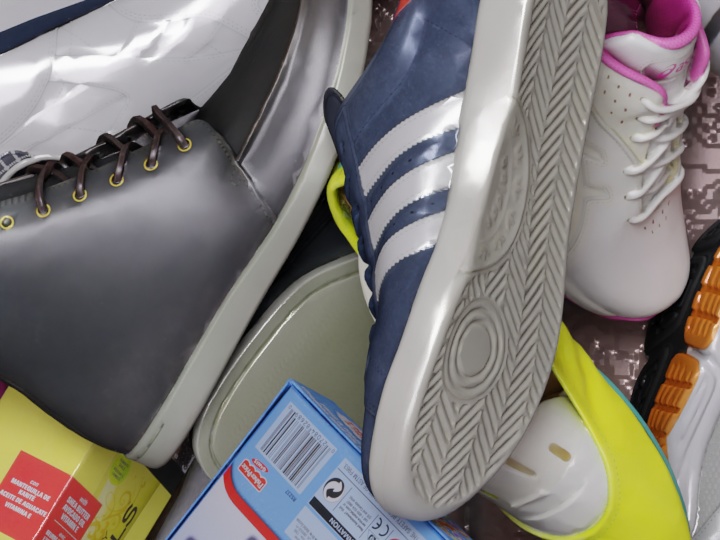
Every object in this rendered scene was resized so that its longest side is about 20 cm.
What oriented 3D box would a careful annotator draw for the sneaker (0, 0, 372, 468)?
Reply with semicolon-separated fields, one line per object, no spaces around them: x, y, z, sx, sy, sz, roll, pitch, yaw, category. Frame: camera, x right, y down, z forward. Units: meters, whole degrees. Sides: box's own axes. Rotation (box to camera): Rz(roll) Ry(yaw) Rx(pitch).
-0.076;-0.036;1.056;0.106;0.075;0.201;24;96;-15;sneaker

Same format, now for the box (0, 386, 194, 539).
-0.126;0.103;1.130;0.050;0.075;0.201;24;72;28;box

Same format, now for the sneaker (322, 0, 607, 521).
0.021;-0.018;0.989;0.084;0.075;0.201;7;78;35;sneaker

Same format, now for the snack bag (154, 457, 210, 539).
-0.073;0.163;1.116;0.021;0.189;0.201;23;99;-21;snack bag

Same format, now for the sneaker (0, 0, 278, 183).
-0.071;-0.083;1.114;0.199;0.076;0.081;-20;96;-1;sneaker

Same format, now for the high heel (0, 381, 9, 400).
-0.211;-0.010;1.169;0.096;0.067;0.201;-25;76;-19;high heel

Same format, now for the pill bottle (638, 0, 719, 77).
0.133;-0.140;1.085;0.200;0.111;0.111;40;100;5;pill bottle

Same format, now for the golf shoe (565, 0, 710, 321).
0.088;-0.058;1.061;0.091;0.075;0.201;8;136;40;golf shoe

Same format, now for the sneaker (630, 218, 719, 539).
0.149;0.073;1.129;0.092;0.076;0.201;15;95;-12;sneaker

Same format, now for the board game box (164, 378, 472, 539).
-0.034;0.161;0.999;0.200;0.037;0.151;-51;54;6;board game box

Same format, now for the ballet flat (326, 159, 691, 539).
0.047;0.038;1.053;0.067;0.067;0.201;-27;94;36;ballet flat

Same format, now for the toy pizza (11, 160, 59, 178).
-0.133;-0.108;1.161;0.199;0.032;0.201;0;81;-1;toy pizza

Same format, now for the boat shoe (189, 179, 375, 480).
-0.001;-0.002;1.120;0.200;0.066;0.075;-52;126;-9;boat shoe
